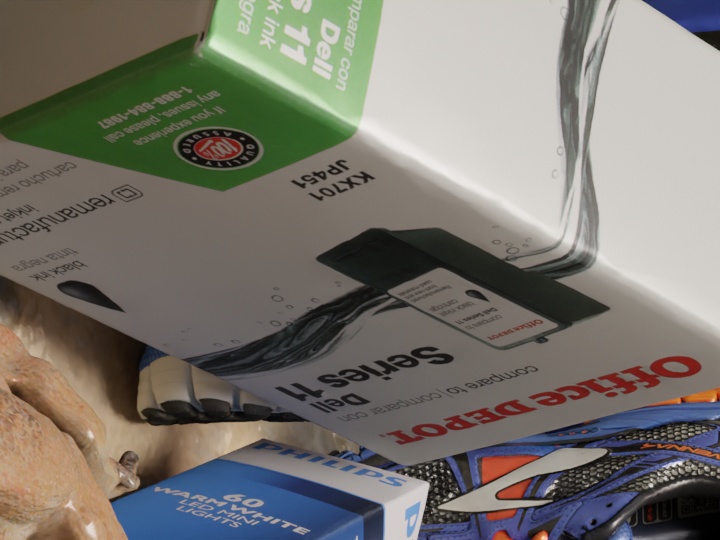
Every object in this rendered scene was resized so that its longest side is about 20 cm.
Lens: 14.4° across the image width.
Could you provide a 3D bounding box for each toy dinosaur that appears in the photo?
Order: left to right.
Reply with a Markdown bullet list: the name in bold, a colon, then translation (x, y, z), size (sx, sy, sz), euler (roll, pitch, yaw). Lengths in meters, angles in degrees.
- **toy dinosaur**: translation (-0.101, 0.032, 0.593), size (0.200, 0.086, 0.136), euler (46, -11, 50)

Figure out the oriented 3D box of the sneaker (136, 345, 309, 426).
- **sneaker**: translation (0.000, 0.000, 0.882), size (0.200, 0.078, 0.089), euler (0, 89, -65)

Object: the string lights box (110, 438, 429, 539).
- **string lights box**: translation (-0.052, 0.117, 0.750), size (0.200, 0.059, 0.103), euler (-17, 118, -64)

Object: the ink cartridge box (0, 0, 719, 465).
- **ink cartridge box**: translation (-0.004, -0.030, 0.725), size (0.200, 0.146, 0.083), euler (27, 60, -35)

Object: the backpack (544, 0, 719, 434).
- **backpack**: translation (0.167, -0.018, 0.969), size (0.163, 0.200, 0.168), euler (-67, 157, -59)

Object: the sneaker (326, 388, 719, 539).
- **sneaker**: translation (0.054, 0.086, 0.873), size (0.078, 0.200, 0.075), euler (-126, -160, -63)
